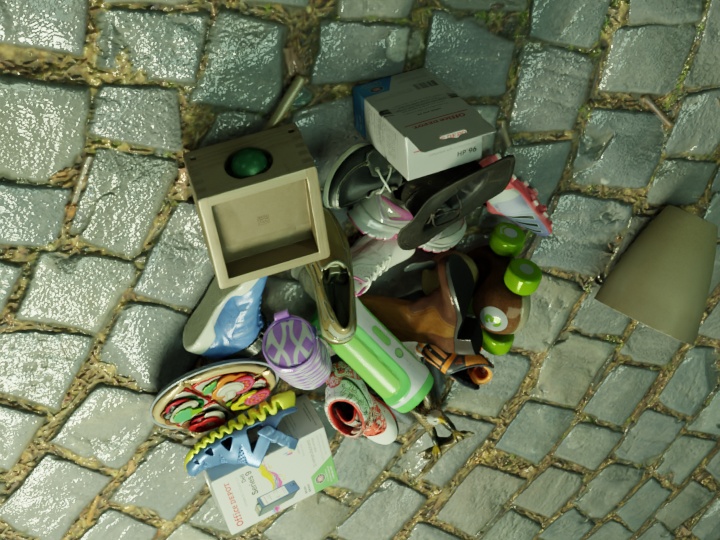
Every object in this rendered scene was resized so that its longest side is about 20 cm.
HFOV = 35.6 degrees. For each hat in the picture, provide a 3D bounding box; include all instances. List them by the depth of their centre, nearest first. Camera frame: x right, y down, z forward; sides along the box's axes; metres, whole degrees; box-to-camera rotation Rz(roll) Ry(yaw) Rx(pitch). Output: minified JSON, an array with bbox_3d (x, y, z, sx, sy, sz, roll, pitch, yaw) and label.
[{"bbox_3d":[0.115,-0.118,1.543,0.199,0.081,0.201,-32,164,-10],"label":"hat"}]

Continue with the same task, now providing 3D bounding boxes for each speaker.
[{"bbox_3d":[0.018,0.121,1.693,0.088,0.088,0.200,-44,100,6],"label":"speaker"}]

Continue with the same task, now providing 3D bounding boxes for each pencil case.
[{"bbox_3d":[-0.091,0.119,1.624,0.083,0.086,0.200,-23,164,-2],"label":"pencil case"}]

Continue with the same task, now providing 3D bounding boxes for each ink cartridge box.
[{"bbox_3d":[0.083,-0.187,1.479,0.115,0.200,0.068,-18,129,-18],"label":"ink cartridge box"},{"bbox_3d":[-0.148,0.311,1.794,0.198,0.088,0.146,-23,133,-13],"label":"ink cartridge box"}]

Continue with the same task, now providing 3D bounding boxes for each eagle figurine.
[{"bbox_3d":[0.101,0.224,1.875,0.201,0.150,0.152,52,45,-15],"label":"eagle figurine"}]

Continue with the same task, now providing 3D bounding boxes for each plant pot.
[{"bbox_3d":[0.529,-0.002,1.926,0.186,0.187,0.202,21,97,-40],"label":"plant pot"}]

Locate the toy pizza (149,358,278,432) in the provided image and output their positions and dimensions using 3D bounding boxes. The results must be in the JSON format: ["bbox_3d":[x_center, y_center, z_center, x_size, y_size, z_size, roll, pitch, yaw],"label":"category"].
[{"bbox_3d":[-0.212,0.192,1.654,0.198,0.032,0.201,-18,153,-9],"label":"toy pizza"}]

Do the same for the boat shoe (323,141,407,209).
[{"bbox_3d":[0.023,-0.135,1.522,0.199,0.067,0.073,-33,133,-44],"label":"boat shoe"}]

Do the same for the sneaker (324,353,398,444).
[{"bbox_3d":[0.000,0.234,1.752,0.067,0.109,0.202,-19,125,16],"label":"sneaker"}]

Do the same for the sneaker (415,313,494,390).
[{"bbox_3d":[0.180,0.138,1.815,0.199,0.112,0.078,-15,141,-50],"label":"sneaker"}]

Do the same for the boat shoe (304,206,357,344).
[{"bbox_3d":[-0.037,-0.003,1.549,0.071,0.202,0.076,-12,163,-12],"label":"boat shoe"}]

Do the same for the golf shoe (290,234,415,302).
[{"bbox_3d":[0.000,0.000,1.642,0.198,0.092,0.076,-16,142,-21],"label":"golf shoe"}]

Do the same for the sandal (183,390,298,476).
[{"bbox_3d":[-0.173,0.262,1.695,0.198,0.088,0.079,-28,175,-2],"label":"sandal"}]

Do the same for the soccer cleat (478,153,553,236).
[{"bbox_3d":[0.230,-0.106,1.733,0.076,0.067,0.200,-32,137,19],"label":"soccer cleat"}]

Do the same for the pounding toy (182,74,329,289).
[{"bbox_3d":[-0.129,-0.117,1.469,0.182,0.143,0.201,-17,134,-9],"label":"pounding toy"}]

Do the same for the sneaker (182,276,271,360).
[{"bbox_3d":[-0.158,0.049,1.596,0.110,0.077,0.201,22,113,-36],"label":"sneaker"}]

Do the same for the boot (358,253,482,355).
[{"bbox_3d":[0.076,0.044,1.690,0.069,0.198,0.189,-64,148,-34],"label":"boot"}]

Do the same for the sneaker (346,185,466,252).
[{"bbox_3d":[0.082,-0.088,1.637,0.198,0.082,0.089,7,121,-36],"label":"sneaker"}]

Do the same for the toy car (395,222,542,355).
[{"bbox_3d":[0.153,0.028,1.734,0.198,0.159,0.165,1,134,-18],"label":"toy car"}]
